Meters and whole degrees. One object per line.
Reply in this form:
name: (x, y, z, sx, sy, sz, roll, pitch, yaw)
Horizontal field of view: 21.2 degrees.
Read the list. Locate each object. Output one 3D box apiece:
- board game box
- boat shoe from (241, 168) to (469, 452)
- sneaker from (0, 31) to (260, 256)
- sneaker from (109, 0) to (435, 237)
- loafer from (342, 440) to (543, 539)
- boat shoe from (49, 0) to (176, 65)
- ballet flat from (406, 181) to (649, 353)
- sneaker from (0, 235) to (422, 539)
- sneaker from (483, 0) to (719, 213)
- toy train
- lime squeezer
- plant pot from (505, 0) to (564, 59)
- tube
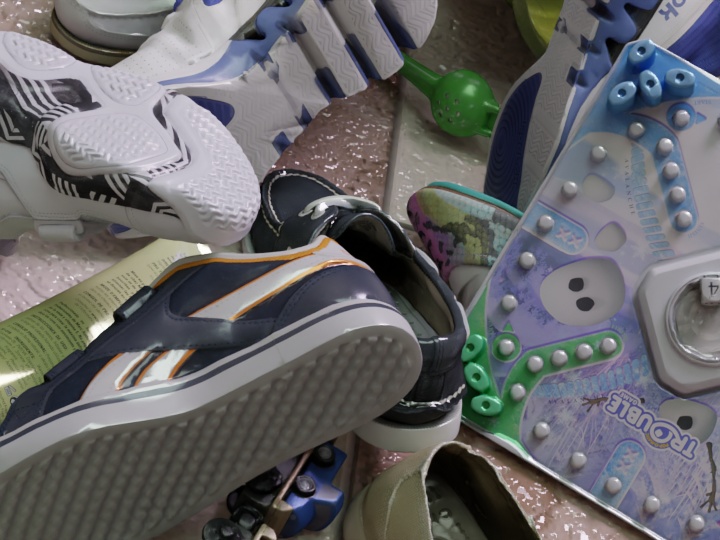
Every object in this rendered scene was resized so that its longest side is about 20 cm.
board game box: (0.161, 0.022, 0.879, 0.200, 0.026, 0.200, 31, 87, 8)
boat shoe: (0.000, 0.000, 0.884, 0.076, 0.060, 0.200, -8, 37, -25)
sneaker: (-0.140, -0.032, 0.831, 0.200, 0.115, 0.075, 23, 35, 13)
sneaker: (-0.069, -0.104, 0.939, 0.199, 0.081, 0.115, -35, 37, -9)
loafer: (0.062, 0.150, 0.774, 0.076, 0.068, 0.200, -18, 56, -35)
boat shoe: (-0.076, -0.165, 1.034, 0.200, 0.068, 0.075, -21, 57, -37)
ballet flat: (0.104, 0.026, 0.928, 0.200, 0.069, 0.071, 26, 69, 4)
sneaker: (-0.079, 0.051, 0.785, 0.200, 0.078, 0.079, -22, 45, -7)
sneaker: (0.148, -0.095, 0.960, 0.115, 0.200, 0.081, 14, 24, -20)
toy train: (-0.051, 0.128, 0.777, 0.046, 0.034, 0.200, 29, 43, 2)
lime squeezer: (0.079, -0.087, 1.054, 0.200, 0.038, 0.071, 18, 12, -4)
plant pot: (0.111, -0.245, 1.126, 0.200, 0.200, 0.190, -15, 43, -34)
tube: (-0.125, 0.041, 0.827, 0.052, 0.058, 0.200, 15, 29, 41)
